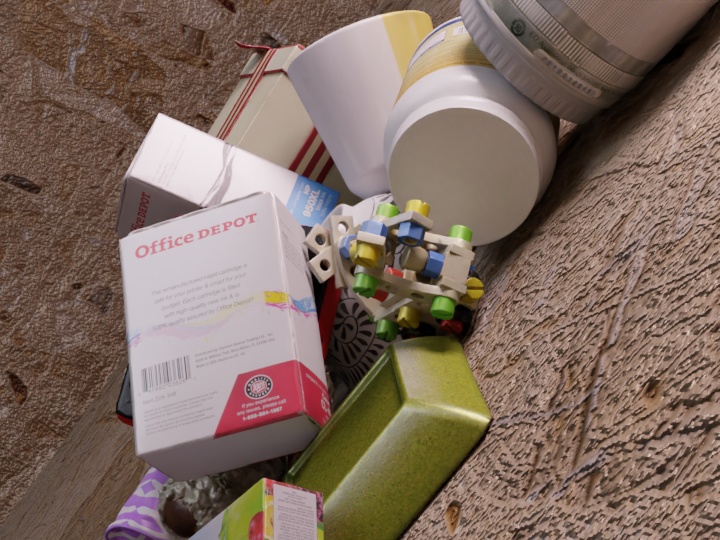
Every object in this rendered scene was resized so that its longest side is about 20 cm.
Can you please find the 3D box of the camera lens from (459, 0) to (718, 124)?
[{"bbox_3d":[0.194,-0.236,1.084,0.200,0.160,0.160,-47,12,26],"label":"camera lens"}]

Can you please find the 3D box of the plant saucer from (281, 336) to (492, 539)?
[{"bbox_3d":[0.003,0.138,1.005,0.200,0.048,0.200,-51,11,8],"label":"plant saucer"}]

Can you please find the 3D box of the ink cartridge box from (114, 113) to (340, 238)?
[{"bbox_3d":[-0.137,-0.057,1.393,0.145,0.199,0.085,123,169,-63],"label":"ink cartridge box"}]

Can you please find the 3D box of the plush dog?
[{"bbox_3d":[-0.096,0.136,1.242,0.171,0.160,0.201,-35,59,21],"label":"plush dog"}]

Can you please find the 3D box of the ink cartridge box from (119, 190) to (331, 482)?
[{"bbox_3d":[-0.110,0.055,1.132,0.147,0.086,0.201,-15,61,13],"label":"ink cartridge box"}]

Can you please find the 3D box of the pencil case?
[{"bbox_3d":[-0.195,0.221,1.463,0.085,0.084,0.200,-2,39,30],"label":"pencil case"}]

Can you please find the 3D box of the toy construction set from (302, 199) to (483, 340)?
[{"bbox_3d":[0.023,0.003,1.094,0.200,0.130,0.093,-4,66,70],"label":"toy construction set"}]

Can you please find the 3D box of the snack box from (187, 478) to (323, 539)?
[{"bbox_3d":[-0.095,0.248,0.932,0.200,0.053,0.143,-43,37,42],"label":"snack box"}]

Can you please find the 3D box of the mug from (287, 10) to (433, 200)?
[{"bbox_3d":[0.038,-0.156,1.327,0.186,0.154,0.149,-25,-9,29],"label":"mug"}]

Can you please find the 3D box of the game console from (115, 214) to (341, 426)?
[{"bbox_3d":[-0.110,0.049,1.201,0.031,0.176,0.201,52,-133,-59],"label":"game console"}]

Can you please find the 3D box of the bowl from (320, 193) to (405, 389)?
[{"bbox_3d":[0.000,0.000,1.274,0.201,0.094,0.201,-55,14,21],"label":"bowl"}]

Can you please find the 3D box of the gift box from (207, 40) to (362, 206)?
[{"bbox_3d":[-0.074,-0.150,1.514,0.187,0.200,0.184,-58,26,-8],"label":"gift box"}]

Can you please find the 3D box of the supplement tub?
[{"bbox_3d":[0.097,-0.121,1.170,0.144,0.144,0.200,-46,12,29],"label":"supplement tub"}]
